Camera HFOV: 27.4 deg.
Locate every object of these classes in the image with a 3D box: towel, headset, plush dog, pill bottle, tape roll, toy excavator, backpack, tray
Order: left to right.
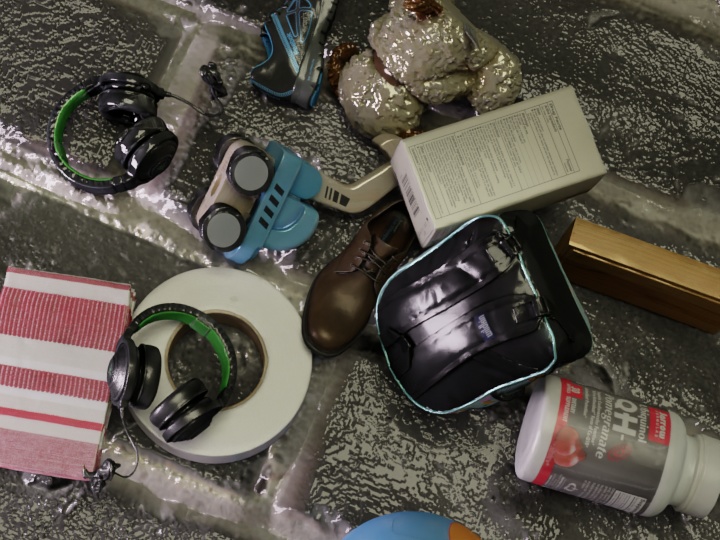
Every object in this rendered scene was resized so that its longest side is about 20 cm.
[{"bbox_3d":[-0.312,0.103,1.484,0.142,0.023,0.203,8,75,8],"label":"towel"},{"bbox_3d":[-0.237,-0.161,1.562,0.198,0.094,0.125,-20,75,-2],"label":"headset"},{"bbox_3d":[-0.203,0.127,1.453,0.123,0.094,0.201,35,53,-7],"label":"headset"},{"bbox_3d":[-0.149,0.096,1.521,0.200,0.037,0.206,2,70,-7],"label":"tape roll"},{"bbox_3d":[-0.058,-0.082,1.559,0.198,0.100,0.196,25,96,-22],"label":"toy excavator"},{"bbox_3d":[0.050,-0.216,1.602,0.200,0.160,0.172,48,111,20],"label":"plush dog"},{"bbox_3d":[0.122,0.049,1.500,0.199,0.153,0.178,-31,78,27],"label":"backpack"},{"bbox_3d":[0.265,0.186,1.506,0.197,0.111,0.112,17,69,-2],"label":"pill bottle"},{"bbox_3d":[0.307,0.008,1.580,0.198,0.099,0.037,21,70,0],"label":"tray"}]

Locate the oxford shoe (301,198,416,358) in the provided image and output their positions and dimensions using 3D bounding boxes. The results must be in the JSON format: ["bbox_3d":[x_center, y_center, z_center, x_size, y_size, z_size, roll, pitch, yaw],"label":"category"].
[{"bbox_3d":[0.000,0.000,1.537,0.072,0.084,0.201,31,63,-4],"label":"oxford shoe"}]

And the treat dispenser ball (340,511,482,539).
[{"bbox_3d":[0.049,0.328,1.378,0.198,0.201,0.204,2,70,-7],"label":"treat dispenser ball"}]

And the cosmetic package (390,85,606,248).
[{"bbox_3d":[0.142,-0.107,1.528,0.197,0.071,0.107,-17,79,-13],"label":"cosmetic package"}]

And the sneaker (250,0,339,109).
[{"bbox_3d":[-0.068,-0.283,1.647,0.081,0.073,0.203,13,69,-1],"label":"sneaker"}]

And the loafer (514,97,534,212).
[{"bbox_3d":[0.168,-0.096,1.607,0.068,0.070,0.203,23,68,-32],"label":"loafer"}]
